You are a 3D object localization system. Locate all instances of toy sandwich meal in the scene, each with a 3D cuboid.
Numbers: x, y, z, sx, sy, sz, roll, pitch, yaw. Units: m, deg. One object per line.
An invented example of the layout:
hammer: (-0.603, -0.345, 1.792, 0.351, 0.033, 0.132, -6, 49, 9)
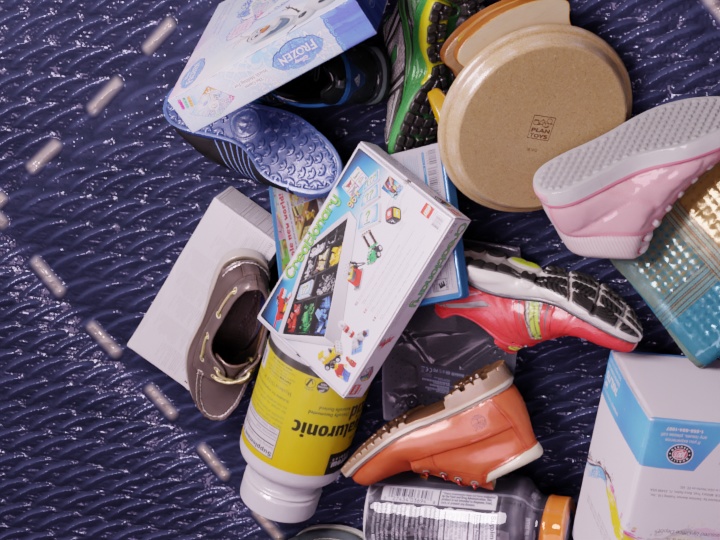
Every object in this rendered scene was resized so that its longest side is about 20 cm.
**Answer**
toy sandwich meal: (0.149, -0.148, 1.429, 0.204, 0.070, 0.206, -8, 123, -13)

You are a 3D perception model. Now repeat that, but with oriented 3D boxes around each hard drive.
hard drive: (0.091, 0.060, 1.544, 0.134, 0.042, 0.201, 10, 109, 16)

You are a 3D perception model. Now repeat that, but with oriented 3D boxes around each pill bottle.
pill bottle: (0.111, 0.251, 1.565, 0.199, 0.106, 0.107, 3, 108, 19)
pill bottle: (-0.058, 0.148, 1.589, 0.111, 0.111, 0.201, 22, 114, 12)

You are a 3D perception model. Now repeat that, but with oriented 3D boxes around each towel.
towel: (0.333, -0.027, 1.419, 0.200, 0.022, 0.147, -44, 70, 25)

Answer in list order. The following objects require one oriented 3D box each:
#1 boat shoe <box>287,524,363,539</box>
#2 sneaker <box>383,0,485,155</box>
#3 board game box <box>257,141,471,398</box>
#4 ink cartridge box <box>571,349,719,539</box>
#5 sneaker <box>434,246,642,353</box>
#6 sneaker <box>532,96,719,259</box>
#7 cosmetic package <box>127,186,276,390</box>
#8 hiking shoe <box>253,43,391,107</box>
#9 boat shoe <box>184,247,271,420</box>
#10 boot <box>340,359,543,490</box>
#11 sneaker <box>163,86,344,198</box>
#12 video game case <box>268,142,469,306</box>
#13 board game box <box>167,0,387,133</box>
boat shoe: (-0.079, 0.319, 1.679, 0.199, 0.062, 0.073, -12, 103, 23)
sneaker: (0.058, -0.191, 1.468, 0.085, 0.078, 0.201, 43, 131, 43)
board game box: (0.000, 0.000, 1.452, 0.126, 0.035, 0.200, 41, 109, 28)
ink cartridge box: (0.291, 0.197, 1.436, 0.146, 0.146, 0.201, 6, 111, -8)
sneaker: (0.162, 0.041, 1.464, 0.199, 0.077, 0.085, 19, 114, 15)
sneaker: (0.260, -0.078, 1.420, 0.200, 0.075, 0.105, -23, 124, 4)
cosmetic package: (-0.153, 0.019, 1.614, 0.082, 0.051, 0.200, 36, 116, 5)
hiking shoe: (-0.069, -0.189, 1.477, 0.199, 0.087, 0.075, 3, 98, 39)
boat shoe: (-0.129, 0.075, 1.570, 0.072, 0.060, 0.201, 6, 124, -18)
boot: (0.077, 0.177, 1.519, 0.200, 0.075, 0.107, -29, 94, 23)
sneaker: (-0.094, -0.120, 1.521, 0.200, 0.078, 0.070, 29, 85, 21)
video game case: (0.005, -0.029, 1.482, 0.199, 0.018, 0.144, -11, 82, 33)
board game box: (-0.061, -0.226, 1.418, 0.199, 0.200, 0.043, -24, 117, 25)
